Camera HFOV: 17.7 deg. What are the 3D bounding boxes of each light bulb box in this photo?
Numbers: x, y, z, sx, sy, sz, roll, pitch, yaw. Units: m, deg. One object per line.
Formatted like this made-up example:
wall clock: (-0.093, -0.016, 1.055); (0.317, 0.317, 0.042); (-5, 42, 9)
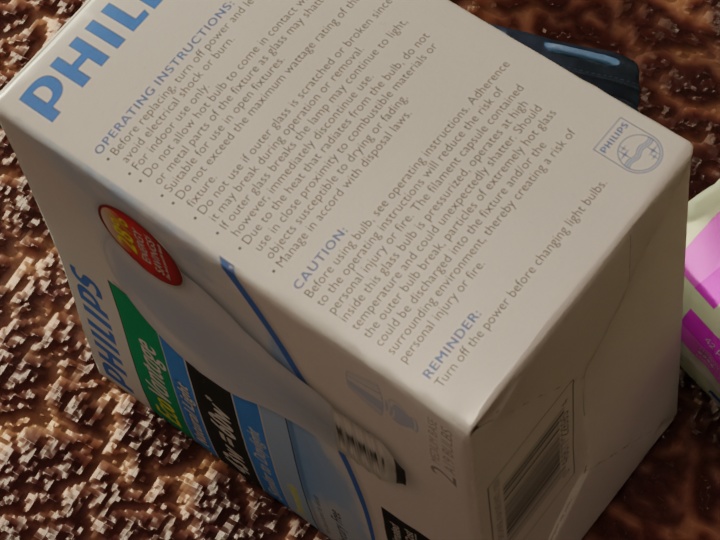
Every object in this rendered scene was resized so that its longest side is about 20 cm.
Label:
light bulb box: (0.000, 0.000, 0.808); (0.199, 0.199, 0.125); (33, 68, 22)

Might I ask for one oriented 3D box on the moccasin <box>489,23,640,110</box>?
moccasin: (0.015, -0.088, 0.923); (0.199, 0.080, 0.069); (22, 82, 0)

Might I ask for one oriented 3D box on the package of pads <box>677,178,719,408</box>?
package of pads: (0.218, 0.000, 0.845); (0.200, 0.068, 0.155); (-37, 75, -13)
